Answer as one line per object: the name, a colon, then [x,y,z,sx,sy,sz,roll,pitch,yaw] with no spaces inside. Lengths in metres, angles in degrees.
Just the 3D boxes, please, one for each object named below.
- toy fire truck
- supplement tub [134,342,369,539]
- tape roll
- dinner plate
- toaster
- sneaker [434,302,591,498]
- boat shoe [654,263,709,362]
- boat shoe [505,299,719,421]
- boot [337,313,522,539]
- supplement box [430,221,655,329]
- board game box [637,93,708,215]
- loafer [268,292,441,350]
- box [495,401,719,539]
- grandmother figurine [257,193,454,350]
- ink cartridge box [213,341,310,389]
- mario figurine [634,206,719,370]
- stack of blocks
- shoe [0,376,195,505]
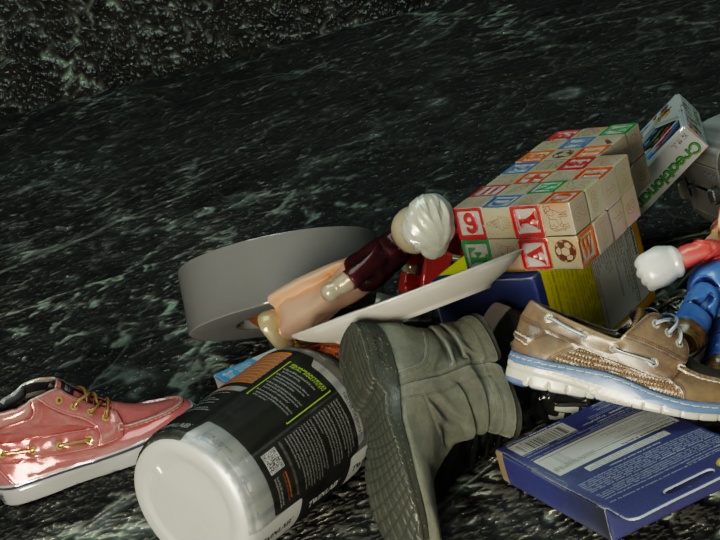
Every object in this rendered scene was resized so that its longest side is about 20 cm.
toy fire truck: [0.085,-0.008,1.834,0.140,0.049,0.200,5,9,-20]
supplement tub: [-0.074,0.140,1.487,0.122,0.124,0.200,-1,22,40]
tape roll: [-0.077,0.015,1.845,0.198,0.067,0.200,-11,-11,-2]
dinner plate: [0.040,0.026,1.510,0.199,0.024,0.200,-22,-2,-1]
toaster: [0.410,-0.112,1.850,0.199,0.115,0.129,-24,16,-14]
sneaker: [0.122,0.111,1.489,0.111,0.073,0.201,18,49,15]
boat shoe: [0.272,0.042,1.589,0.068,0.057,0.200,-2,22,38]
boat shoe: [0.211,0.066,1.407,0.198,0.073,0.072,9,5,-1]
boot: [0.067,0.120,1.400,0.129,0.202,0.068,-1,-29,-24]
supplement box: [0.165,0.018,1.672,0.109,0.110,0.200,-3,21,37]
board game box: [0.256,-0.077,1.841,0.200,0.035,0.126,-47,9,19]
loafer: [0.007,0.052,1.789,0.198,0.063,0.072,-15,16,3]
box: [0.197,0.145,1.375,0.120,0.033,0.200,-22,16,-18]
grandmother figurine: [0.000,0.000,1.607,0.199,0.061,0.121,-36,6,27]
ink cartridge box: [-0.015,0.094,1.670,0.199,0.068,0.115,-23,18,-21]
mario figurine: [0.291,0.019,1.538,0.105,0.124,0.200,7,43,29]
stack of blocks: [0.181,-0.065,1.630,0.114,0.059,0.200,-2,22,35]
shoe: [-0.248,0.136,1.714,0.198,0.092,0.071,-20,17,-14]
